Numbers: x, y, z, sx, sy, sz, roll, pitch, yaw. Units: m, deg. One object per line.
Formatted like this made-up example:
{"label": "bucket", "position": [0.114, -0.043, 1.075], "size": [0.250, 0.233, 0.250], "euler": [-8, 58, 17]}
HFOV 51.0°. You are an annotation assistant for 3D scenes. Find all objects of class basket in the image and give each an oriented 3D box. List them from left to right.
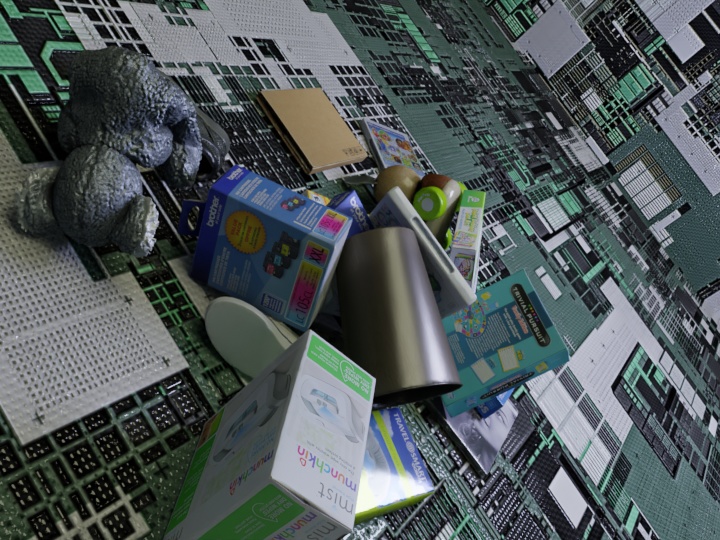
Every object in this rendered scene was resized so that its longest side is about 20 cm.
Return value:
{"label": "basket", "position": [0.038, 0.060, 0.955], "size": [0.179, 0.134, 0.205], "euler": [15, 60, -57]}

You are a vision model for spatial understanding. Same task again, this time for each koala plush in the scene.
{"label": "koala plush", "position": [-0.280, -0.118, 0.832], "size": [0.173, 0.184, 0.204], "euler": [17, 66, -6]}

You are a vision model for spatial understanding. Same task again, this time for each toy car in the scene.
{"label": "toy car", "position": [0.068, -0.120, 1.341], "size": [0.197, 0.161, 0.164], "euler": [28, 19, 18]}

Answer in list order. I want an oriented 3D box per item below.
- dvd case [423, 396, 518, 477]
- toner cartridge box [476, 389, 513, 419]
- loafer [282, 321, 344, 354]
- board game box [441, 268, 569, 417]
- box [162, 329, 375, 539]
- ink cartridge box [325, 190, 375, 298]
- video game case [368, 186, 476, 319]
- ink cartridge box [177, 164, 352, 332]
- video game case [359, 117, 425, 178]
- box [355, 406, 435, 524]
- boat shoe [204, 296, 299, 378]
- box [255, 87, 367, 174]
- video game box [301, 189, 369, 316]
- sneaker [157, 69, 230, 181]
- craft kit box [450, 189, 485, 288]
{"label": "dvd case", "position": [0.182, 0.218, 1.213], "size": [0.150, 0.016, 0.200], "euler": [52, 31, 1]}
{"label": "toner cartridge box", "position": [0.222, 0.160, 1.269], "size": [0.096, 0.043, 0.199], "euler": [51, 29, 4]}
{"label": "loafer", "position": [-0.019, 0.114, 1.016], "size": [0.198, 0.063, 0.073], "euler": [35, 34, -24]}
{"label": "board game box", "position": [0.194, 0.110, 1.147], "size": [0.047, 0.196, 0.153], "euler": [57, 8, -55]}
{"label": "box", "position": [-0.086, 0.192, 0.720], "size": [0.096, 0.199, 0.178], "euler": [37, 35, -18]}
{"label": "ink cartridge box", "position": [0.000, 0.000, 1.066], "size": [0.094, 0.044, 0.203], "euler": [-47, 115, -40]}
{"label": "video game case", "position": [0.071, -0.010, 1.078], "size": [0.023, 0.200, 0.184], "euler": [-35, 87, -19]}
{"label": "ink cartridge box", "position": [-0.125, -0.033, 0.925], "size": [0.196, 0.139, 0.077], "euler": [25, 33, 6]}
{"label": "video game case", "position": [0.080, -0.209, 1.518], "size": [0.141, 0.018, 0.203], "euler": [10, 50, -47]}
{"label": "box", "position": [0.012, 0.242, 0.942], "size": [0.198, 0.047, 0.124], "euler": [3, 55, -50]}
{"label": "boat shoe", "position": [-0.108, 0.096, 0.930], "size": [0.198, 0.071, 0.070], "euler": [36, 9, -18]}
{"label": "box", "position": [-0.083, -0.255, 1.351], "size": [0.165, 0.021, 0.199], "euler": [55, 32, 6]}
{"label": "video game box", "position": [-0.010, -0.012, 1.176], "size": [0.180, 0.047, 0.204], "euler": [20, 44, -43]}
{"label": "sneaker", "position": [-0.263, -0.193, 1.005], "size": [0.199, 0.076, 0.115], "euler": [41, 26, -26]}
{"label": "craft kit box", "position": [0.178, -0.002, 1.285], "size": [0.047, 0.202, 0.201], "euler": [9, 33, 9]}
